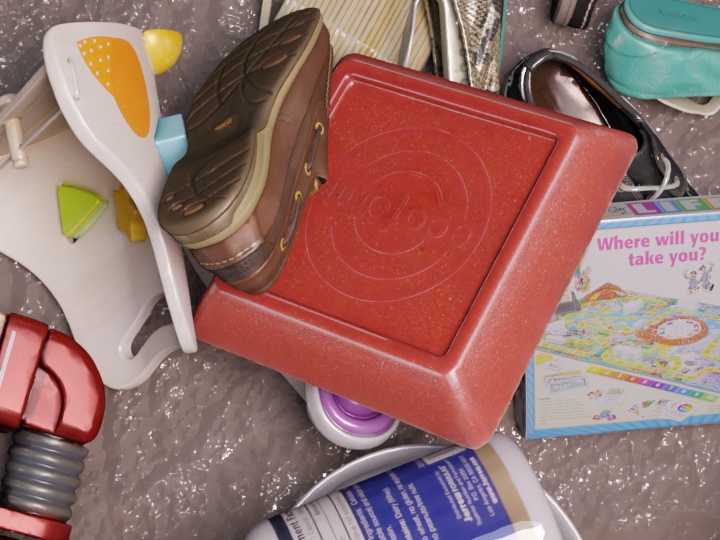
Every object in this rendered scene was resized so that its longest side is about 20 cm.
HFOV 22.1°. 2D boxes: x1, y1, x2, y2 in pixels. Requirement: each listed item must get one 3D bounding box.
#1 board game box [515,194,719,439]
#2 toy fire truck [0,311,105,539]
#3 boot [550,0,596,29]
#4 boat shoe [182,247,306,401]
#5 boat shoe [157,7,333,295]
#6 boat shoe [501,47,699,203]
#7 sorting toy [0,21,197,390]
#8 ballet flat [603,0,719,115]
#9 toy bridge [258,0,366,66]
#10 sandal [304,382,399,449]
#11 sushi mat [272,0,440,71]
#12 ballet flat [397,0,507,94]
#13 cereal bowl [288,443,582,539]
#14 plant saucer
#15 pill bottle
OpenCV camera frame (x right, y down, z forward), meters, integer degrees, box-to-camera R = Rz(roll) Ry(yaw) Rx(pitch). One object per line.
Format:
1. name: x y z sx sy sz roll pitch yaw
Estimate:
1. board game box: 0.192 0.025 1.104 0.198 0.034 0.136 -4 109 -6
2. toy fire truck: -0.175 0.124 1.048 0.198 0.129 0.178 18 78 -14
3. boot: 0.217 -0.217 1.163 0.150 0.073 0.201 27 73 1
4. boat shoe: -0.042 0.001 1.103 0.068 0.072 0.200 -37 80 -28
5. boat shoe: -0.052 -0.067 1.005 0.068 0.072 0.201 53 34 -30
6. boat shoe: 0.163 -0.052 1.129 0.072 0.068 0.200 -40 90 -11
7. sorting toy: -0.144 -0.027 1.055 0.106 0.200 0.181 -14 83 -32
8. ballet flat: 0.241 -0.129 1.147 0.198 0.071 0.068 4 46 -14
9. toy bridge: -0.026 -0.116 1.143 0.067 0.027 0.201 -20 82 -8
10. sandal: 0.007 0.000 1.063 0.082 0.050 0.204 4 71 -22
11. sushi mat: -0.004 -0.144 1.128 0.095 0.012 0.201 28 78 -2
12. ballet flat: 0.057 -0.101 1.111 0.075 0.068 0.202 -8 96 -23
13. cereal bowl: 0.035 0.201 1.063 0.198 0.083 0.202 1 80 -5
14. plant saucer: 0.023 -0.026 1.014 0.198 0.037 0.201 20 71 29
15. pill bottle: 0.005 0.171 0.966 0.199 0.116 0.117 -21 82 -8
